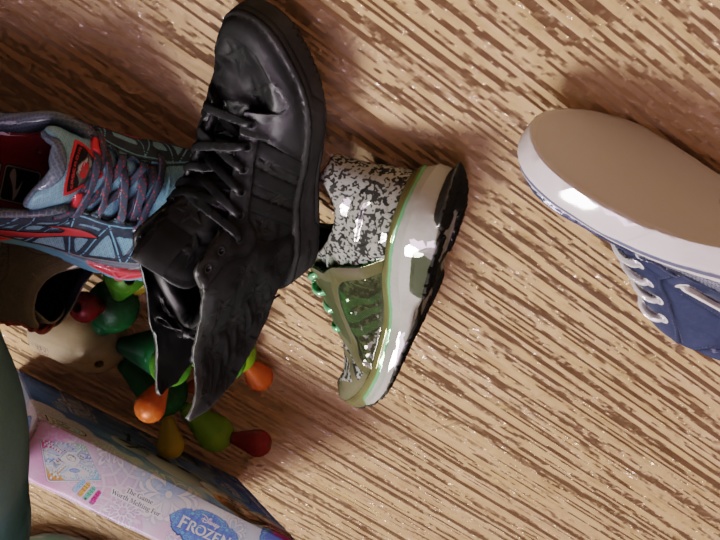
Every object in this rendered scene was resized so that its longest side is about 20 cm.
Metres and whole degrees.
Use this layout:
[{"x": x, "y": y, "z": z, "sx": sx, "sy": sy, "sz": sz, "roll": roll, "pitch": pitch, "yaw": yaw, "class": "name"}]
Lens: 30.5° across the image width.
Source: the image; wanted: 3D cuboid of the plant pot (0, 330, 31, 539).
[{"x": -0.262, "y": 0.079, "z": 0.687, "sx": 0.199, "sy": 0.201, "sz": 0.188, "roll": 19, "pitch": 134, "yaw": -5, "class": "plant pot"}]

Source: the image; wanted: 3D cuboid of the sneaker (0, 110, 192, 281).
[{"x": -0.150, "y": -0.039, "z": 0.686, "sx": 0.199, "sy": 0.080, "sz": 0.095, "roll": 5, "pitch": 174, "yaw": -20, "class": "sneaker"}]

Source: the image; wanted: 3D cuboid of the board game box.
[{"x": -0.155, "y": 0.146, "z": 0.932, "sx": 0.198, "sy": 0.044, "sz": 0.200, "roll": 29, "pitch": 175, "yaw": -19, "class": "board game box"}]

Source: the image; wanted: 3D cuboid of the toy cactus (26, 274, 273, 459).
[{"x": -0.149, "y": 0.061, "z": 0.873, "sx": 0.164, "sy": 0.103, "sz": 0.200, "roll": 9, "pitch": 154, "yaw": 26, "class": "toy cactus"}]

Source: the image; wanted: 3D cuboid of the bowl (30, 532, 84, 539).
[{"x": -0.276, "y": 0.318, "z": 1.231, "sx": 0.200, "sy": 0.105, "sz": 0.201, "roll": 13, "pitch": 144, "yaw": 10, "class": "bowl"}]

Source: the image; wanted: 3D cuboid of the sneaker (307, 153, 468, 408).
[{"x": 0.000, "y": 0.000, "z": 0.754, "sx": 0.088, "sy": 0.077, "sz": 0.200, "roll": 25, "pitch": 139, "yaw": 8, "class": "sneaker"}]

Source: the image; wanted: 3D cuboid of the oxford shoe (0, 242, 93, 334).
[{"x": -0.217, "y": 0.012, "z": 0.785, "sx": 0.200, "sy": 0.070, "sz": 0.075, "roll": -32, "pitch": 84, "yaw": 29, "class": "oxford shoe"}]

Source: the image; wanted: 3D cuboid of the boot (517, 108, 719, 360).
[{"x": 0.155, "y": -0.006, "z": 0.670, "sx": 0.199, "sy": 0.073, "sz": 0.090, "roll": 23, "pitch": 138, "yaw": -11, "class": "boot"}]

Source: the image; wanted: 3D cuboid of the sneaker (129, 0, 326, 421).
[{"x": -0.071, "y": -0.028, "z": 0.666, "sx": 0.060, "sy": 0.104, "sz": 0.201, "roll": 29, "pitch": 138, "yaw": 32, "class": "sneaker"}]
